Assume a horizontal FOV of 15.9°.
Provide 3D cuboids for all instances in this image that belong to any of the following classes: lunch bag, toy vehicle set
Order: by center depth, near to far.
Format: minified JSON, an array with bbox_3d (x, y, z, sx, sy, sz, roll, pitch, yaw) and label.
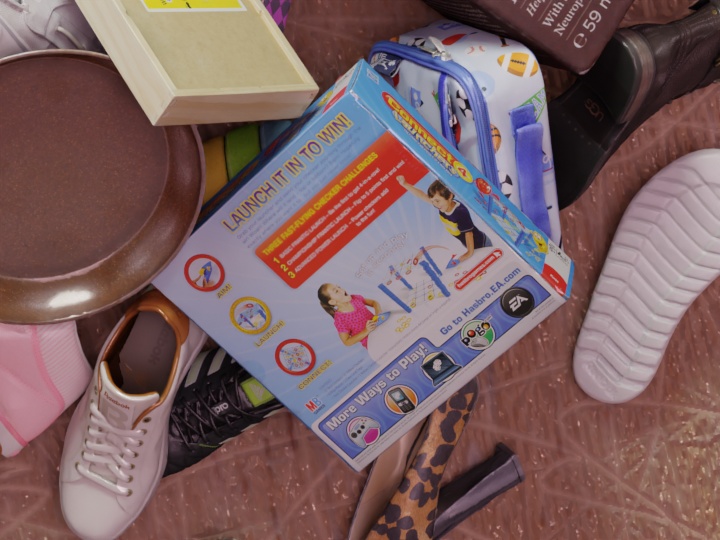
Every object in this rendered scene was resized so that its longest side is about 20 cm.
[{"bbox_3d":[-0.123,-0.175,1.604,0.027,0.124,0.200,-51,60,35],"label":"toy vehicle set"},{"bbox_3d":[0.073,-0.069,1.727,0.075,0.160,0.200,-20,114,-22],"label":"lunch bag"}]

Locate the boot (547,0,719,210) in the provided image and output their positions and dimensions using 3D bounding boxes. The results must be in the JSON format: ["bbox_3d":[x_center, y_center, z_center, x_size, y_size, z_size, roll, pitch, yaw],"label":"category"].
[{"bbox_3d":[0.208,-0.125,1.791,0.174,0.200,0.069,-23,72,-37],"label":"boot"}]

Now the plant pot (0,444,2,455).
[{"bbox_3d":[-0.330,0.112,1.682,0.140,0.200,0.200,-39,101,-14],"label":"plant pot"}]

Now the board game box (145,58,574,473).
[{"bbox_3d":[0.000,0.000,1.663,0.196,0.056,0.200,44,116,-12],"label":"board game box"}]

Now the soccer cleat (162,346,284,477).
[{"bbox_3d":[-0.088,0.083,1.769,0.200,0.081,0.068,-31,99,-3],"label":"soccer cleat"}]

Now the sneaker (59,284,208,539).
[{"bbox_3d":[-0.164,0.097,1.719,0.073,0.085,0.200,24,106,11],"label":"sneaker"}]

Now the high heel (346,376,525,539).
[{"bbox_3d":[0.016,0.107,1.793,0.142,0.071,0.200,-33,109,-11],"label":"high heel"}]

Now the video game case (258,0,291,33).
[{"bbox_3d":[-0.117,-0.221,1.703,0.181,0.036,0.200,17,94,33],"label":"video game case"}]

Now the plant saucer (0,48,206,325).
[{"bbox_3d":[-0.197,-0.057,1.605,0.200,0.035,0.201,-9,125,-13],"label":"plant saucer"}]

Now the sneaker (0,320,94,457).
[{"bbox_3d":[-0.256,0.021,1.738,0.105,0.075,0.200,-35,108,0],"label":"sneaker"}]

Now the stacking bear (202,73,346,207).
[{"bbox_3d":[-0.088,-0.047,1.746,0.200,0.122,0.114,-10,142,2],"label":"stacking bear"}]

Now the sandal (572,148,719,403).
[{"bbox_3d":[0.211,-0.001,1.832,0.082,0.050,0.203,32,103,4],"label":"sandal"}]

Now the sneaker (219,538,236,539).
[{"bbox_3d":[-0.162,0.251,1.779,0.200,0.078,0.077,-42,96,-3],"label":"sneaker"}]

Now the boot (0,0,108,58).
[{"bbox_3d":[-0.210,-0.168,1.615,0.073,0.200,0.096,24,77,30],"label":"boot"}]

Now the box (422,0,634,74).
[{"bbox_3d":[0.088,-0.255,1.710,0.200,0.164,0.166,32,90,-21],"label":"box"}]

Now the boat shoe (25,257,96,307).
[{"bbox_3d":[-0.223,-0.061,1.722,0.068,0.072,0.200,-20,74,-20],"label":"boat shoe"}]
